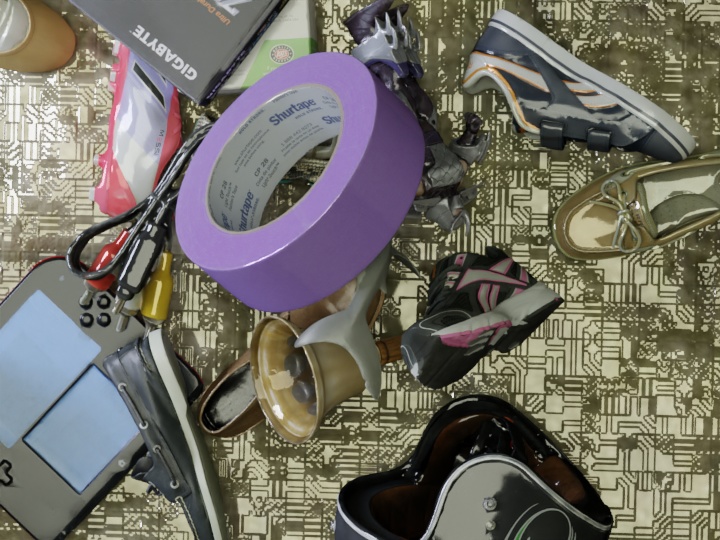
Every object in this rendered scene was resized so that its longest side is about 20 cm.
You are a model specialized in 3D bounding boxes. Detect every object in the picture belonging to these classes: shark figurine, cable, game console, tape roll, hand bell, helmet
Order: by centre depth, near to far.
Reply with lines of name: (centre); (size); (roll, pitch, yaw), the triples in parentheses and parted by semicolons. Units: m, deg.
tape roll: (-0.048, -0.069, 1.583); (0.200, 0.200, 0.066); (-48, 127, 3)
shark figurine: (0.011, -0.001, 1.600); (0.089, 0.215, 0.128); (36, 106, -24)
helmet: (0.083, 0.215, 1.643); (0.200, 0.200, 0.191); (43, 101, 2)
hand bell: (0.021, 0.066, 1.670); (0.199, 0.104, 0.105); (-14, 90, -30)
cable: (-0.171, -0.044, 1.697); (0.097, 0.050, 0.201); (29, 94, 6)
game console: (-0.259, 0.108, 1.740); (0.177, 0.031, 0.200); (44, 94, 2)

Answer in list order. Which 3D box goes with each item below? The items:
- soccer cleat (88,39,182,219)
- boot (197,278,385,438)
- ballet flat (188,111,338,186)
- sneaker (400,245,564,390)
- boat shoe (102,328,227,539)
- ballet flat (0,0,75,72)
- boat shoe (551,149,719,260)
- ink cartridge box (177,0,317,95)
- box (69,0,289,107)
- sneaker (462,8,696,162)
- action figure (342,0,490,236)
soccer cleat: (-0.177, -0.139, 1.718); (0.076, 0.067, 0.201); (11, 93, -8)
boot: (-0.056, 0.068, 1.705); (0.200, 0.075, 0.074); (-44, 86, 2)
ballet flat: (-0.045, -0.098, 1.702); (0.199, 0.068, 0.076); (9, 107, 6)
sneaker: (0.080, 0.031, 1.650); (0.086, 0.200, 0.080); (48, 116, 14)
boat shoe: (-0.163, 0.151, 1.701); (0.066, 0.075, 0.200); (-17, 108, 1)
ballet flat: (-0.337, -0.220, 1.724); (0.199, 0.063, 0.069); (23, 93, 3)
boat shoe: (0.255, -0.058, 1.687); (0.199, 0.063, 0.074); (-13, 90, 4)
ink cartridge box: (-0.098, -0.249, 1.705); (0.116, 0.067, 0.201); (-2, 91, 5)
box: (-0.143, -0.270, 1.652); (0.200, 0.050, 0.199); (39, 93, 4)
sneaker: (0.175, -0.130, 1.685); (0.199, 0.078, 0.080); (33, 87, 14)
action figure: (0.047, -0.120, 1.676); (0.069, 0.130, 0.201); (-25, 84, 28)
